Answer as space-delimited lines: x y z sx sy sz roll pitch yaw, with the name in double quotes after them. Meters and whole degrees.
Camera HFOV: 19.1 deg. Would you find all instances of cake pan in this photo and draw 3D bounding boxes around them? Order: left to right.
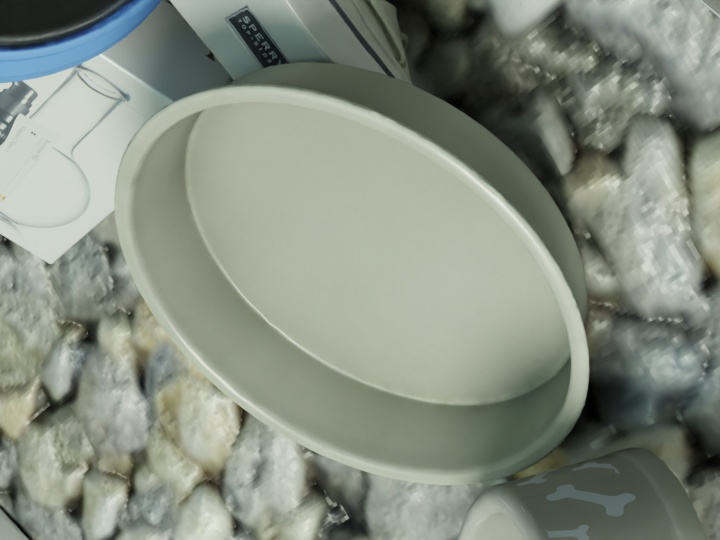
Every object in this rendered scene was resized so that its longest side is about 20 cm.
0.000 0.000 0.821 0.199 0.037 0.201 19 139 17 "cake pan"

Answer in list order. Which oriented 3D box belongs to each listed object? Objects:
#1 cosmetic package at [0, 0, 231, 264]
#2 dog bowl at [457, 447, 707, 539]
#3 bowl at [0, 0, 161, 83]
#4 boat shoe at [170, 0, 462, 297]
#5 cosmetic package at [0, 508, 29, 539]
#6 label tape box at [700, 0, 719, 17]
-0.175 -0.099 0.925 0.200 0.052 0.151 32 139 -20 "cosmetic package"
0.078 0.166 0.780 0.200 0.058 0.201 179 90 -77 "dog bowl"
-0.148 -0.174 0.833 0.039 0.200 0.202 -3 105 66 "bowl"
-0.013 -0.083 0.834 0.072 0.066 0.200 -23 110 45 "boat shoe"
-0.291 0.192 1.195 0.199 0.123 0.201 41 133 27 "cosmetic package"
0.144 -0.148 0.647 0.200 0.066 0.144 46 134 25 "label tape box"
